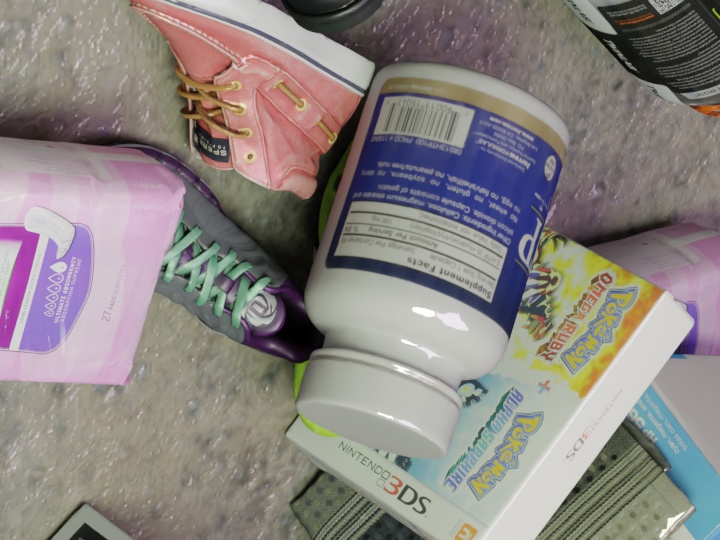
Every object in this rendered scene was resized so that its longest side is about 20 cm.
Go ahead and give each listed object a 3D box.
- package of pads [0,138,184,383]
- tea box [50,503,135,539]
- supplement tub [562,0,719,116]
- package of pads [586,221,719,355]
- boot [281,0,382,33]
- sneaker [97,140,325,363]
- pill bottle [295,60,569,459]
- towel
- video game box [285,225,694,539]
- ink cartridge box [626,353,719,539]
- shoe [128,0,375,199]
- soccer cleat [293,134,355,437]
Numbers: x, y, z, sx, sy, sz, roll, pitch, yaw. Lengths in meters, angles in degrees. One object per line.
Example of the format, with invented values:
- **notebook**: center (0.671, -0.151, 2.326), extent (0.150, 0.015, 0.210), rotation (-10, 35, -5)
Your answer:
- **package of pads**: center (-0.197, -0.008, 1.514), extent (0.199, 0.076, 0.121), rotation (4, 112, -34)
- **tea box**: center (-0.103, 0.273, 1.715), extent (0.134, 0.200, 0.197), rotation (-48, 138, -12)
- **supplement tub**: center (0.189, -0.180, 1.793), extent (0.123, 0.122, 0.200), rotation (-55, 139, -4)
- **package of pads**: center (0.161, 0.044, 1.934), extent (0.199, 0.076, 0.121), rotation (-14, 123, -39)
- **boot**: center (-0.024, -0.249, 1.548), extent (0.168, 0.076, 0.201), rotation (48, 55, -50)
- **sneaker**: center (-0.084, -0.007, 1.650), extent (0.200, 0.087, 0.075), rotation (33, 89, -49)
- **pill bottle**: center (0.035, -0.004, 1.655), extent (0.120, 0.119, 0.201), rotation (35, 68, -49)
- **towel**: center (0.083, 0.148, 1.812), extent (0.200, 0.193, 0.035), rotation (-43, 154, 3)
- **video game box**: center (0.075, 0.066, 1.781), extent (0.200, 0.182, 0.047), rotation (-53, 137, -7)
- **ink cartridge box**: center (0.172, 0.165, 1.886), extent (0.200, 0.126, 0.128), rotation (-47, 153, 24)
- **shoe**: center (-0.071, -0.102, 1.618), extent (0.200, 0.071, 0.092), rotation (23, 91, -53)
- **soccer cleat**: center (0.000, 0.000, 1.764), extent (0.081, 0.067, 0.201), rotation (93, 12, -88)
